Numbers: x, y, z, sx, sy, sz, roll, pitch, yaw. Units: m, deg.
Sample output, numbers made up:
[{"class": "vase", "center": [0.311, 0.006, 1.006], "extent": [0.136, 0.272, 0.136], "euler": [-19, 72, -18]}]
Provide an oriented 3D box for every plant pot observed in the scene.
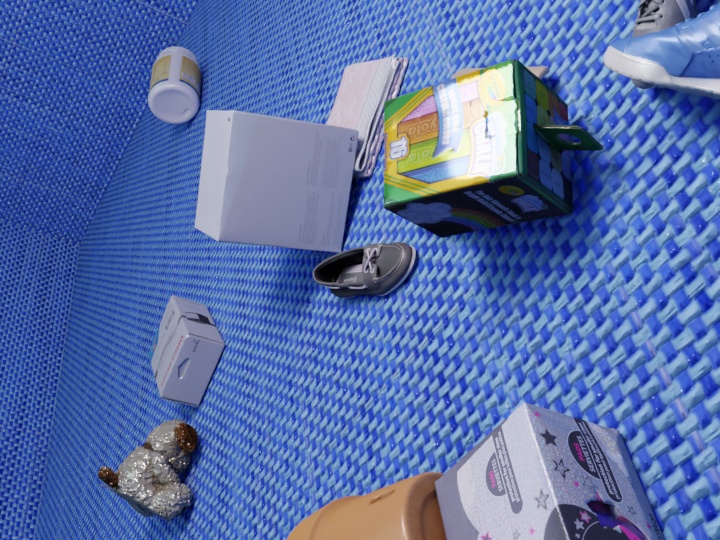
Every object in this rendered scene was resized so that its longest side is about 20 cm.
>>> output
[{"class": "plant pot", "center": [0.045, 0.272, 0.723], "extent": [0.140, 0.200, 0.200], "euler": [-45, 36, 30]}]

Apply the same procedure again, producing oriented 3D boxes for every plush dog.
[{"class": "plush dog", "center": [-0.380, 0.356, 1.548], "extent": [0.200, 0.160, 0.172], "euler": [-22, 31, 57]}]

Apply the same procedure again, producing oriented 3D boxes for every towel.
[{"class": "towel", "center": [-0.007, -0.244, 1.331], "extent": [0.191, 0.032, 0.201], "euler": [11, 82, 63]}]

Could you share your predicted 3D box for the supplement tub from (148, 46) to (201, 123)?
[{"class": "supplement tub", "center": [-0.535, -0.539, 2.394], "extent": [0.145, 0.144, 0.200], "euler": [-47, 34, 38]}]

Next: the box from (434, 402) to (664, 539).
[{"class": "box", "center": [0.152, 0.225, 0.633], "extent": [0.132, 0.114, 0.200], "euler": [-52, 33, 34]}]

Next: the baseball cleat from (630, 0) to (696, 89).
[{"class": "baseball cleat", "center": [0.266, -0.271, 0.748], "extent": [0.070, 0.106, 0.201], "euler": [14, 86, 64]}]

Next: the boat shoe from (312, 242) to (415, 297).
[{"class": "boat shoe", "center": [0.000, 0.000, 1.129], "extent": [0.200, 0.057, 0.067], "euler": [-19, 56, 58]}]

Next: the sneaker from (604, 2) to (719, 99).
[{"class": "sneaker", "center": [0.290, -0.194, 0.653], "extent": [0.200, 0.077, 0.112], "euler": [32, 114, 52]}]

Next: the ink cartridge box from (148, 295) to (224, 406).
[{"class": "ink cartridge box", "center": [-0.354, 0.159, 1.665], "extent": [0.145, 0.084, 0.200], "euler": [-65, 27, 10]}]

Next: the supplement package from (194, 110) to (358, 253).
[{"class": "supplement package", "center": [-0.132, -0.138, 1.269], "extent": [0.147, 0.199, 0.192], "euler": [24, 107, 62]}]

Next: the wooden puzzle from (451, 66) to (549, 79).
[{"class": "wooden puzzle", "center": [0.137, -0.147, 0.986], "extent": [0.201, 0.046, 0.185], "euler": [-65, 27, 1]}]

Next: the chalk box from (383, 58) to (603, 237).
[{"class": "chalk box", "center": [0.137, -0.121, 0.829], "extent": [0.200, 0.125, 0.124], "euler": [-11, 70, 34]}]
